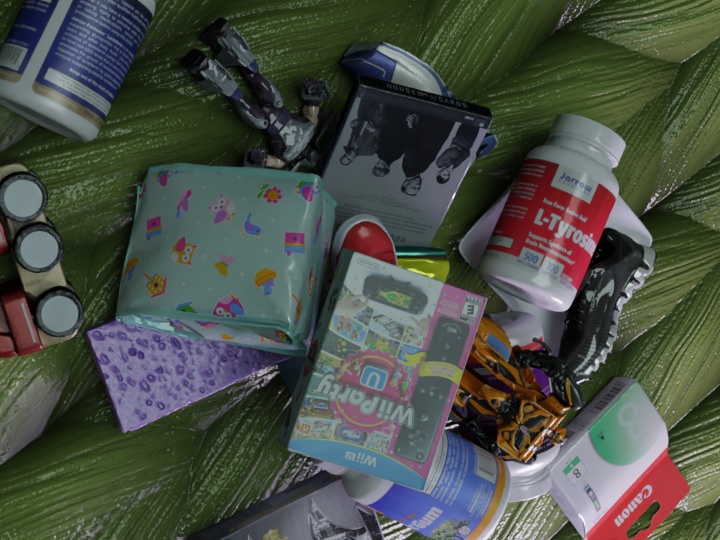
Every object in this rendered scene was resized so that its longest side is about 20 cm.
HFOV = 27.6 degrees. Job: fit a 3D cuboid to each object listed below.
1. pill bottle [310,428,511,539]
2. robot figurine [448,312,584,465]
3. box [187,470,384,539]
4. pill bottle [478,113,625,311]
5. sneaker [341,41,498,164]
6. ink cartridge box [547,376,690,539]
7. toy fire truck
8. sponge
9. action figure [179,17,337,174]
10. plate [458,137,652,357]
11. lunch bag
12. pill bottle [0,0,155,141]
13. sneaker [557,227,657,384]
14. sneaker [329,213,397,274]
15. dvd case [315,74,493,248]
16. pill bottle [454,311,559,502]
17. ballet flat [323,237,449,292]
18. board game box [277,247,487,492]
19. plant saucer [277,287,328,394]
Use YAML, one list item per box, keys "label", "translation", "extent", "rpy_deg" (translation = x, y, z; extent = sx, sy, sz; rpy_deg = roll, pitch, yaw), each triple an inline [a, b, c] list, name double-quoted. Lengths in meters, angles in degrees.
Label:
- label: "pill bottle"
  translation: [0.050, 0.210, 1.551]
  extent: [0.200, 0.112, 0.112]
  rpy_deg: [28, 82, -19]
- label: "robot figurine"
  translation: [0.137, 0.121, 1.556]
  extent: [0.200, 0.145, 0.058]
  rpy_deg: [40, 32, 10]
- label: "box"
  translation: [-0.069, 0.321, 1.587]
  extent: [0.199, 0.048, 0.159]
  rpy_deg: [-23, 106, -23]
- label: "pill bottle"
  translation: [0.217, -0.065, 1.621]
  extent: [0.112, 0.112, 0.201]
  rpy_deg: [27, 83, -26]
- label: "sneaker"
  translation: [0.053, -0.150, 1.582]
  extent: [0.199, 0.080, 0.115]
  rpy_deg: [38, 76, -26]
- label: "ink cartridge box"
  translation: [0.318, 0.254, 1.778]
  extent: [0.161, 0.050, 0.200]
  rpy_deg: [-43, 110, -17]
- label: "toy fire truck"
  translation: [-0.375, 0.006, 1.370]
  extent: [0.199, 0.129, 0.177]
  rpy_deg: [-18, 104, -12]
- label: "sponge"
  translation: [-0.176, 0.076, 1.513]
  extent: [0.199, 0.030, 0.112]
  rpy_deg: [-24, 99, -22]
- label: "action figure"
  translation: [-0.098, -0.165, 1.513]
  extent: [0.200, 0.069, 0.130]
  rpy_deg: [44, 67, -28]
- label: "plate"
  translation: [0.225, -0.032, 1.709]
  extent: [0.200, 0.032, 0.200]
  rpy_deg: [47, 74, -23]
- label: "lunch bag"
  translation: [-0.138, -0.015, 1.453]
  extent: [0.199, 0.122, 0.171]
  rpy_deg: [6, 77, 13]
- label: "pill bottle"
  translation: [-0.265, -0.234, 1.393]
  extent: [0.115, 0.116, 0.201]
  rpy_deg: [27, 83, -26]
- label: "sneaker"
  translation: [0.261, 0.036, 1.683]
  extent: [0.090, 0.066, 0.200]
  rpy_deg: [37, 75, -23]
- label: "sneaker"
  translation: [0.019, 0.048, 1.486]
  extent: [0.071, 0.113, 0.201]
  rpy_deg: [-14, 126, -10]
- label: "dvd case"
  translation: [0.032, -0.102, 1.535]
  extent: [0.150, 0.025, 0.200]
  rpy_deg: [12, 127, -19]
- label: "pill bottle"
  translation: [0.162, 0.153, 1.651]
  extent: [0.112, 0.112, 0.201]
  rpy_deg: [-15, 102, -25]
- label: "ballet flat"
  translation: [0.000, 0.000, 1.549]
  extent: [0.199, 0.067, 0.067]
  rpy_deg: [7, 99, -20]
- label: "board game box"
  translation: [0.022, 0.097, 1.432]
  extent: [0.147, 0.064, 0.201]
  rpy_deg: [19, 90, -13]
- label: "plant saucer"
  translation: [0.004, 0.073, 1.606]
  extent: [0.199, 0.036, 0.201]
  rpy_deg: [-3, 96, -26]
